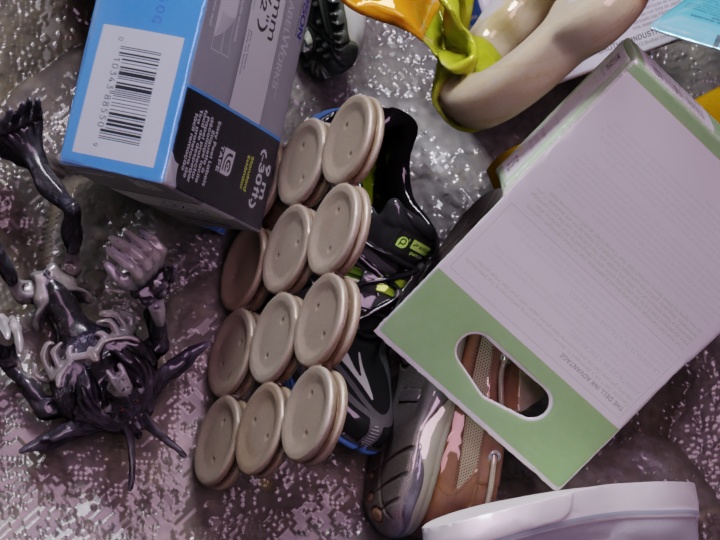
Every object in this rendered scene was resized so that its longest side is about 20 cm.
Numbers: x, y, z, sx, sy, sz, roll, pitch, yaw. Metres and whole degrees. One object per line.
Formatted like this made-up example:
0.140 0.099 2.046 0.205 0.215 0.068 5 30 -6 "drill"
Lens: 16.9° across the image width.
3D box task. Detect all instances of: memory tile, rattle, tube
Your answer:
-0.037 0.014 1.283 0.017 0.153 0.202 18 69 -27 "memory tile"
0.088 -0.166 1.252 0.130 0.200 0.143 -36 97 -34 "rattle"
0.224 -0.151 1.402 0.077 0.200 0.051 12 110 15 "tube"

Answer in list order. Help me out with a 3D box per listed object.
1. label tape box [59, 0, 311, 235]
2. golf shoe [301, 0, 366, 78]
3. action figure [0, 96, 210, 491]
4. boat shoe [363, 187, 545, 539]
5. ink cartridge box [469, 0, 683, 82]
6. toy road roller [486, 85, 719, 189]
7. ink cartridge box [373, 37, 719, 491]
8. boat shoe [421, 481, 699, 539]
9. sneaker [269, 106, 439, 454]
-0.074 -0.100 1.269 0.066 0.200 0.144 10 84 22 "label tape box"
-0.012 -0.211 1.408 0.087 0.077 0.202 -2 74 -26 "golf shoe"
-0.157 0.017 1.273 0.118 0.102 0.201 -31 82 -8 "action figure"
0.063 0.055 1.335 0.071 0.076 0.202 19 86 -18 "boat shoe"
0.099 -0.210 1.406 0.136 0.076 0.202 -20 99 -22 "ink cartridge box"
0.182 -0.043 1.366 0.199 0.146 0.124 -18 77 -21 "toy road roller"
0.124 -0.001 1.289 0.145 0.048 0.200 41 105 -16 "ink cartridge box"
0.112 0.153 1.301 0.199 0.072 0.069 2 78 -50 "boat shoe"
0.000 0.000 1.329 0.071 0.082 0.201 22 62 -45 "sneaker"
